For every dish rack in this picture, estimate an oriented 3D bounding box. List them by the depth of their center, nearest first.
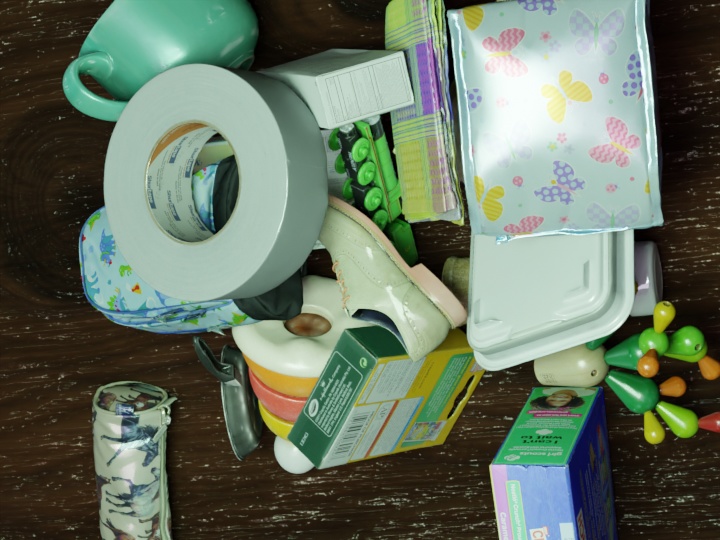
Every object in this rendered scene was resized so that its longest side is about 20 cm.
[{"bbox_3d":[0.160,-0.022,1.449,0.171,0.201,0.043,-20,141,35],"label":"dish rack"}]

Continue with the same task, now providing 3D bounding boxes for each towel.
[{"bbox_3d":[0.053,-0.136,1.402,0.023,0.144,0.201,-7,92,-14],"label":"towel"}]

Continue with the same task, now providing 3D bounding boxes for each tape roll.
[{"bbox_3d":[-0.125,-0.075,1.407,0.199,0.066,0.202,1,92,32],"label":"tape roll"}]

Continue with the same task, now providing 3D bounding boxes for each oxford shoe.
[{"bbox_3d":[0.000,0.000,1.471,0.200,0.071,0.074,40,80,19],"label":"oxford shoe"}]

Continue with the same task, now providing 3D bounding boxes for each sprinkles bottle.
[{"bbox_3d":[0.178,0.014,1.525,0.199,0.068,0.069,-5,104,18],"label":"sprinkles bottle"}]

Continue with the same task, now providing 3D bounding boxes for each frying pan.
[{"bbox_3d":[-0.125,0.101,1.602,0.031,0.115,0.191,-8,128,5],"label":"frying pan"}]

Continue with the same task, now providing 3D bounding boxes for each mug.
[{"bbox_3d":[-0.178,-0.196,1.518,0.114,0.152,0.185,44,86,0],"label":"mug"}]

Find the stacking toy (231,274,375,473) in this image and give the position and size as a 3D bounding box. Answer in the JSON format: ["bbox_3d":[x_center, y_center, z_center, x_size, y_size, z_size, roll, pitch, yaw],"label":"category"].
[{"bbox_3d":[-0.054,0.119,1.614,0.145,0.146,0.201,13,128,13],"label":"stacking toy"}]

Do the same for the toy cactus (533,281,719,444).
[{"bbox_3d":[0.234,0.087,1.476,0.164,0.103,0.200,-12,135,35],"label":"toy cactus"}]

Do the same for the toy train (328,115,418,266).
[{"bbox_3d":[0.016,-0.067,1.514,0.042,0.056,0.201,27,148,34],"label":"toy train"}]

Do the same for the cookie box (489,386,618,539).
[{"bbox_3d":[0.183,0.219,1.512,0.075,0.200,0.172,-4,104,17],"label":"cookie box"}]

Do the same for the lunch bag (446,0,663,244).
[{"bbox_3d":[0.166,-0.129,1.377,0.168,0.127,0.201,-5,96,12],"label":"lunch bag"}]

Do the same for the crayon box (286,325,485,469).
[{"bbox_3d":[0.033,0.113,1.547,0.052,0.199,0.126,41,115,30],"label":"crayon box"}]

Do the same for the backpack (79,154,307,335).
[{"bbox_3d":[-0.167,-0.015,1.542,0.199,0.153,0.164,-14,81,47],"label":"backpack"}]

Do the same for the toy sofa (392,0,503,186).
[{"bbox_3d":[0.119,-0.172,1.482,0.097,0.083,0.201,29,112,1],"label":"toy sofa"}]

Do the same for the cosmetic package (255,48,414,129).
[{"bbox_3d":[-0.027,-0.163,1.460,0.082,0.200,0.051,-16,103,-15],"label":"cosmetic package"}]

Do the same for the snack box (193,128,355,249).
[{"bbox_3d":[-0.096,-0.076,1.598,0.199,0.037,0.117,-5,105,18],"label":"snack box"}]

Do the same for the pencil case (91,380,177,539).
[{"bbox_3d":[-0.232,0.220,1.702,0.089,0.078,0.201,9,109,35],"label":"pencil case"}]
